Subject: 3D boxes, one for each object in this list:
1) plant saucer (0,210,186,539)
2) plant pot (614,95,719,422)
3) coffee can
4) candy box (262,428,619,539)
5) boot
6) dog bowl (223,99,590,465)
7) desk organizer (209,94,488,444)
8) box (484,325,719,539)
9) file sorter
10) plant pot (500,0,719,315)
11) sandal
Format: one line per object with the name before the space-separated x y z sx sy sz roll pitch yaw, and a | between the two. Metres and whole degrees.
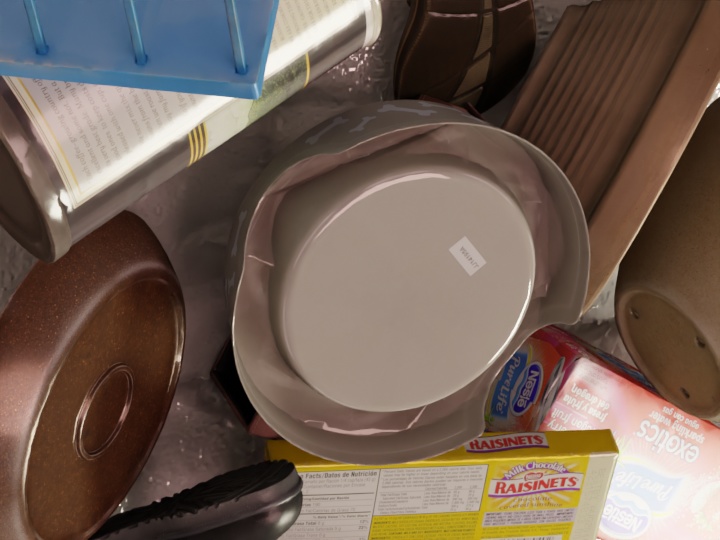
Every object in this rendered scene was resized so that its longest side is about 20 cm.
plant saucer | -0.143 0.068 1.392 0.201 0.034 0.201 -53 156 -36
plant pot | 0.225 0.011 1.559 0.134 0.200 0.201 -36 128 -24
coffee can | -0.110 -0.119 1.315 0.199 0.146 0.147 -35 127 -15
candy box | 0.039 0.134 1.511 0.198 0.027 0.103 -1 129 -13
boot | -0.055 0.213 1.463 0.066 0.164 0.201 -31 98 -48
dog bowl | 0.019 0.002 1.409 0.199 0.059 0.201 -11 122 -18
desk organizer | 0.000 0.000 1.478 0.077 0.072 0.201 16 110 -32
box | 0.143 0.103 1.624 0.199 0.100 0.096 27 95 -40
file sorter | -0.135 -0.174 1.194 0.123 0.198 0.140 84 14 -60
plant pot | 0.132 -0.084 1.505 0.092 0.201 0.202 30 95 1
sandal | 0.049 -0.159 1.459 0.081 0.055 0.201 -14 135 -7
